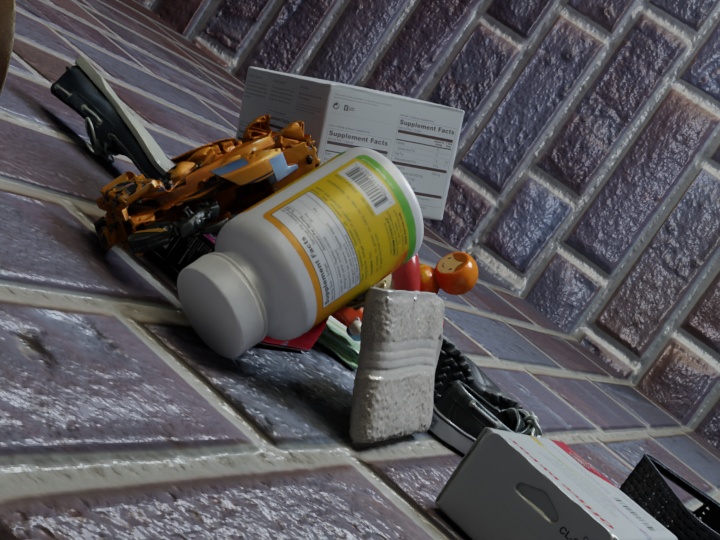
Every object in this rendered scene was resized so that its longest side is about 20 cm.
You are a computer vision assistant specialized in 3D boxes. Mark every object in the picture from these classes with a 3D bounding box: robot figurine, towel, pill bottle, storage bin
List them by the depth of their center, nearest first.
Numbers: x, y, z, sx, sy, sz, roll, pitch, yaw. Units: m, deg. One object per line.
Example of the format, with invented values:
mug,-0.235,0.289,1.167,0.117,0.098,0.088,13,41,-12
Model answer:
pill bottle,-0.051,-0.012,1.054,0.111,0.199,0.112,34,-38,32
robot figurine,-0.142,-0.074,1.104,0.145,0.198,0.059,19,-49,59
towel,0.037,0.084,1.131,0.034,0.135,0.200,6,0,18
storage bin,0.347,0.294,1.338,0.134,0.094,0.200,35,9,-8
towel,-0.054,0.040,1.379,0.152,0.024,0.200,35,9,-2

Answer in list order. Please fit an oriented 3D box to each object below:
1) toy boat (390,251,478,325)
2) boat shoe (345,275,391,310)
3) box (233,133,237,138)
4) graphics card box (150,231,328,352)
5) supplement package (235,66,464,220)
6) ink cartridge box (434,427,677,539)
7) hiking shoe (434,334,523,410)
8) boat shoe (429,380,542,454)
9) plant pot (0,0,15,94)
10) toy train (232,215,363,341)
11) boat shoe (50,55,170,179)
toy boat,0.076,0.014,1.487,0.200,0.129,0.132,49,25,-62
boat shoe,0.000,0.000,1.210,0.069,0.073,0.200,52,30,-4
box,-0.074,-0.064,1.577,0.200,0.097,0.176,42,1,38
graphics card box,-0.131,-0.004,1.201,0.199,0.051,0.125,38,7,21
supplement package,-0.018,-0.132,1.278,0.154,0.112,0.200,7,10,-29
ink cartridge box,0.171,0.215,1.081,0.145,0.083,0.199,40,9,28
hiking shoe,0.088,0.117,1.395,0.200,0.076,0.101,42,-4,-28
boat shoe,0.157,0.174,1.312,0.198,0.068,0.074,33,9,-22
plant pot,-0.368,-0.176,0.846,0.199,0.188,0.187,1,32,-50
toy train,-0.061,-0.018,1.266,0.200,0.056,0.150,47,-9,-36
boat shoe,-0.283,-0.161,1.417,0.200,0.062,0.075,49,-3,24
